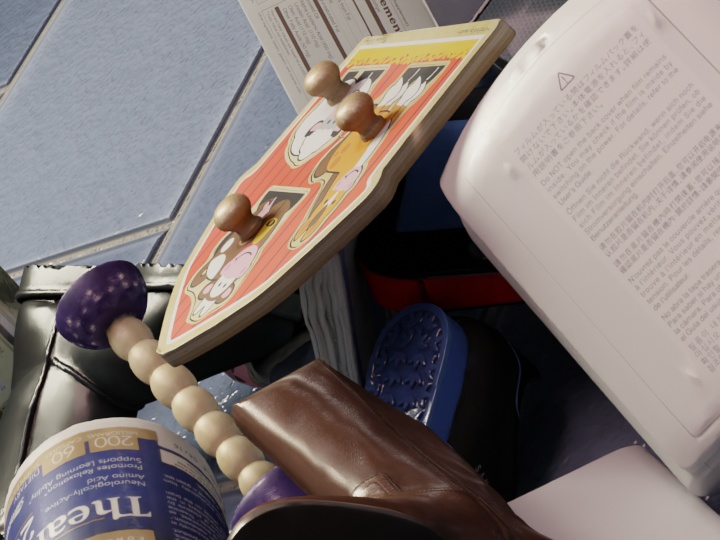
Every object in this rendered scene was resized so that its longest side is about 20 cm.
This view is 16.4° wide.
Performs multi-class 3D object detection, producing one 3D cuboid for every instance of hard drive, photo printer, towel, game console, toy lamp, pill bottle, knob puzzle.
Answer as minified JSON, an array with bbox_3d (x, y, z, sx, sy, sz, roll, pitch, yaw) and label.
[{"bbox_3d":[0.099,0.142,0.983,0.132,0.025,0.200,-24,25,-11],"label":"hard drive"},{"bbox_3d":[0.137,-0.032,1.049,0.166,0.069,0.200,-47,63,13],"label":"photo printer"},{"bbox_3d":[0.000,0.000,1.228,0.024,0.147,0.200,-3,32,10],"label":"towel"},{"bbox_3d":[0.094,-0.044,1.198,0.176,0.031,0.200,-8,28,12],"label":"game console"},{"bbox_3d":[-0.070,0.075,1.198,0.058,0.058,0.200,-42,59,0],"label":"toy lamp"},{"bbox_3d":[-0.109,0.163,1.175,0.111,0.111,0.200,-38,27,9],"label":"pill bottle"},{"bbox_3d":[-0.033,-0.041,1.152,0.220,0.030,0.220,-42,18,17],"label":"knob puzzle"}]

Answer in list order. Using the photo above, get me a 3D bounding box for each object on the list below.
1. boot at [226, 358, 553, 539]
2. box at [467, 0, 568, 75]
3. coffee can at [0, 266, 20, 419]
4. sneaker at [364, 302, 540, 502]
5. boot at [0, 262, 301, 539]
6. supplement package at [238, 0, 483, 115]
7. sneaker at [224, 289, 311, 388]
[{"bbox_3d":[-0.013,0.084,0.965,0.064,0.186,0.200,-60,37,10],"label":"boot"},{"bbox_3d":[0.165,-0.125,1.159,0.200,0.051,0.158,34,86,42],"label":"box"},{"bbox_3d":[-0.289,0.075,1.502,0.200,0.146,0.146,-42,27,-1],"label":"coffee can"},{"bbox_3d":[0.027,0.118,1.118,0.070,0.078,0.200,11,79,51],"label":"sneaker"},{"bbox_3d":[-0.120,0.084,1.306,0.200,0.076,0.169,0,76,40],"label":"boot"},{"bbox_3d":[0.023,-0.195,1.407,0.111,0.156,0.200,-21,13,37],"label":"supplement package"},{"bbox_3d":[-0.005,-0.013,1.359,0.200,0.070,0.082,-43,44,5],"label":"sneaker"}]
